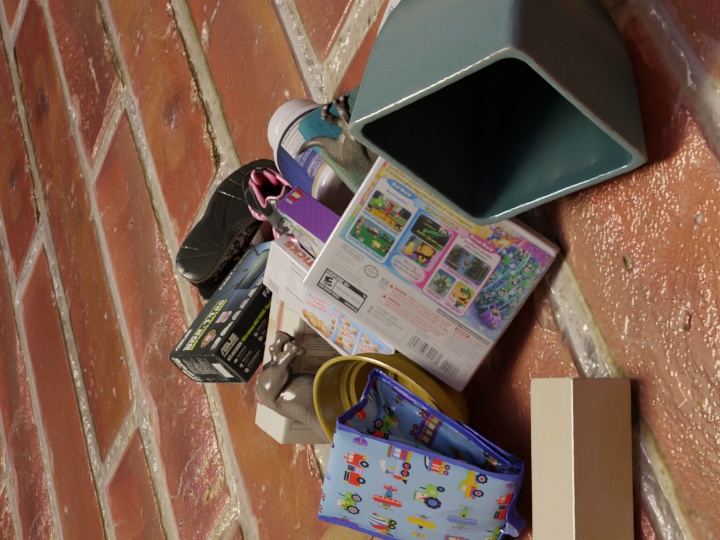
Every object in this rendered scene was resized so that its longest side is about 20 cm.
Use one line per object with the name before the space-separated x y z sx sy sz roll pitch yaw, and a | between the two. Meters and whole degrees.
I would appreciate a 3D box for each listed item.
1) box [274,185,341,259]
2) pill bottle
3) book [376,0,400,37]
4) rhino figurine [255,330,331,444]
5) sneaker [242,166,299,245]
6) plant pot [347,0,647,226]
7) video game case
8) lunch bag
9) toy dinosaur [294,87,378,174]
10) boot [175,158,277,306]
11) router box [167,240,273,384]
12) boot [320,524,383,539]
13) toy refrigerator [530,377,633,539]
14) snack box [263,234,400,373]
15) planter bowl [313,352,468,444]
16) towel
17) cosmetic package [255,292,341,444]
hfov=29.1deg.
box | 0.000 0.000 1.535 0.200 0.039 0.137 37 165 39
pill bottle | -0.038 -0.133 1.667 0.200 0.111 0.111 48 128 52
book | 0.083 -0.266 1.530 0.200 0.048 0.134 60 137 46
rhino figurine | -0.031 0.154 1.600 0.088 0.200 0.060 -62 -7 7
sneaker | -0.112 -0.102 1.765 0.079 0.095 0.200 -38 32 -4
plant pot | 0.130 -0.194 1.270 0.196 0.196 0.200 -22 49 39
video game case | 0.068 -0.004 1.389 0.182 0.200 0.024 -57 -5 20
lunch bag | 0.071 0.215 1.385 0.200 0.094 0.151 24 134 14
toy dinosaur | 0.012 -0.143 1.465 0.200 0.077 0.102 -24 97 21
boot | -0.172 -0.048 1.918 0.204 0.073 0.154 -53 -16 -15
router box | -0.144 0.052 1.784 0.200 0.062 0.150 -55 21 -22
boot | 0.036 0.327 1.542 0.175 0.066 0.200 47 148 18
toy refrigerator | 0.203 0.198 1.259 0.076 0.070 0.201 166 105 -66
snack box | -0.032 0.046 1.568 0.200 0.024 0.072 41 138 23
planter bowl | 0.052 0.150 1.474 0.200 0.083 0.201 25 138 25
towel | 0.027 -0.151 1.547 0.200 0.146 0.022 51 170 48
cosmetic package | -0.057 0.104 1.691 0.087 0.103 0.201 24 107 59
